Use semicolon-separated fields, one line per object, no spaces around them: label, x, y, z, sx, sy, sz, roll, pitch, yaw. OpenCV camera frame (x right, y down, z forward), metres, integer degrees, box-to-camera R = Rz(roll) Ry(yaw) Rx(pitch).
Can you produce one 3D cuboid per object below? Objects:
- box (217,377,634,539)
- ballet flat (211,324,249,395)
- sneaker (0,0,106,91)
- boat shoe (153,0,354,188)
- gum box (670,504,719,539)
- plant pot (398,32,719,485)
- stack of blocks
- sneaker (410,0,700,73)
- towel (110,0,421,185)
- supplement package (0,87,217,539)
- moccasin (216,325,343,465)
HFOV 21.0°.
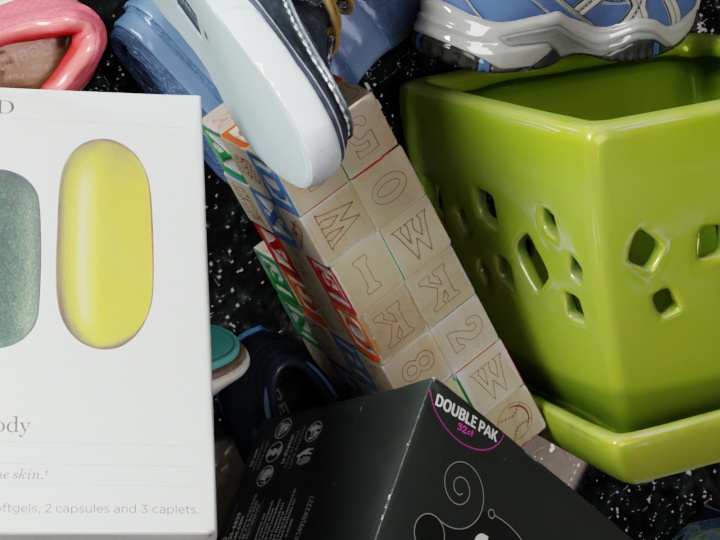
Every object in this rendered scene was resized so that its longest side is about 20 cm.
box;0.037;0.170;0.876;0.200;0.124;0.150;39;56;-28
ballet flat;-0.150;0.070;0.928;0.198;0.069;0.070;-8;97;-18
sneaker;-0.201;-0.072;0.876;0.199;0.087;0.074;-34;105;-16
boat shoe;-0.030;-0.119;0.845;0.090;0.201;0.071;-23;136;-12
gum box;0.166;0.218;1.006;0.200;0.170;0.045;-41;107;-14
plant pot;0.150;-0.010;0.974;0.198;0.199;0.184;-12;106;-22
stack of blocks;0.000;0.000;0.929;0.058;0.115;0.201;-36;120;-14
sneaker;0.110;-0.150;0.976;0.199;0.075;0.078;-17;123;-45
towel;-0.025;-0.146;0.964;0.200;0.048;0.112;-46;109;-12
supplement package;-0.142;0.049;0.804;0.150;0.151;0.202;2;57;-10
moccasin;-0.013;0.123;0.979;0.080;0.068;0.201;-40;110;-15
